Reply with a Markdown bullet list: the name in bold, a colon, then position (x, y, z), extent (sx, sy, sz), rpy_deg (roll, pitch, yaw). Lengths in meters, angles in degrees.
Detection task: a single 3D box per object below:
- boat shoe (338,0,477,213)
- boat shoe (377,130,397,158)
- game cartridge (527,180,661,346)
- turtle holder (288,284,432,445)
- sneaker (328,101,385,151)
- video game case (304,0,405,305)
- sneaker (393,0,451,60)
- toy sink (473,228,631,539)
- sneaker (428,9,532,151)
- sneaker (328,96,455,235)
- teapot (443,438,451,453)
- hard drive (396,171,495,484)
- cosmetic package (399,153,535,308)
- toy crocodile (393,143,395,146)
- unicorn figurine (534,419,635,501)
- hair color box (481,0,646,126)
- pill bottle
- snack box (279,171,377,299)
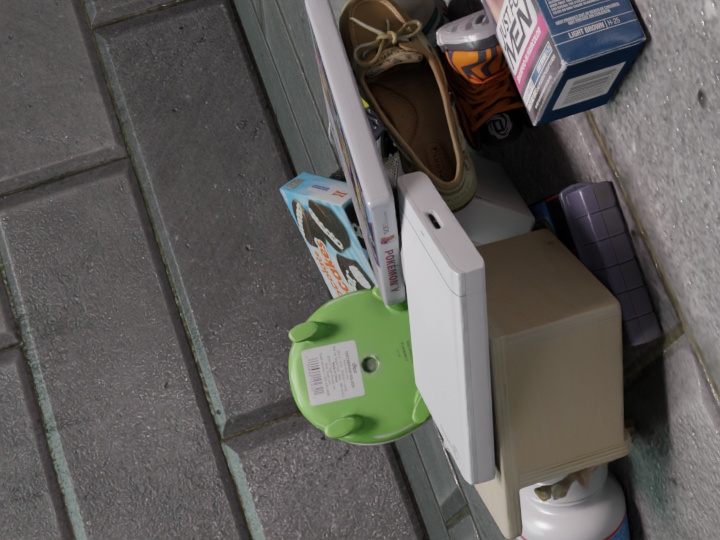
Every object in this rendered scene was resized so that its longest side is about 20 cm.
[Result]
- **boat shoe**: position (0.039, -0.143, 0.857), extent (0.201, 0.073, 0.063), rpy_deg (63, 179, 15)
- **boat shoe**: position (0.055, -0.117, 1.265), extent (0.062, 0.075, 0.201), rpy_deg (25, -124, -53)
- **game cartridge**: position (0.179, -0.001, 0.893), extent (0.200, 0.038, 0.130), rpy_deg (148, 99, -83)
- **turtle holder**: position (0.027, 0.079, 0.997), extent (0.141, 0.185, 0.132), rpy_deg (48, 178, 12)
- **sneaker**: position (0.021, -0.214, 1.135), extent (0.078, 0.066, 0.201), rpy_deg (-141, 71, -88)
- **video game case**: position (-0.002, -0.095, 0.894), extent (0.182, 0.023, 0.201), rpy_deg (78, 176, -64)
- **sneaker**: position (0.054, -0.204, 0.998), extent (0.094, 0.070, 0.200), rpy_deg (66, -160, 3)
- **toy sink**: position (0.138, 0.090, 0.864), extent (0.130, 0.112, 0.201), rpy_deg (-121, 19, -59)
- **sneaker**: position (0.111, -0.158, 0.889), extent (0.200, 0.077, 0.112), rpy_deg (-86, -25, -80)
- **sneaker**: position (0.031, -0.105, 1.117), extent (0.114, 0.200, 0.076), rpy_deg (32, -164, 7)
- **teapot**: position (0.103, 0.059, 1.174), extent (0.200, 0.145, 0.198), rpy_deg (-117, 11, -56)
- **hard drive**: position (0.064, 0.044, 0.809), extent (0.132, 0.027, 0.201), rpy_deg (-117, 15, -52)
- **cosmetic package**: position (0.090, -0.036, 0.984), extent (0.200, 0.081, 0.113), rpy_deg (-88, 16, -70)
- **toy crocodile**: position (0.038, -0.210, 1.212), extent (0.200, 0.061, 0.068), rpy_deg (-88, -10, -45)
- **unicorn figurine**: position (0.172, 0.128, 0.983), extent (0.200, 0.137, 0.074), rpy_deg (36, 158, 45)
- **hair color box**: position (0.114, -0.211, 0.726), extent (0.100, 0.060, 0.201), rpy_deg (99, 153, -74)
- **pill bottle**: position (0.204, 0.253, 1.039), extent (0.109, 0.108, 0.201), rpy_deg (-120, 14, -59)
- **snack box**: position (0.000, 0.000, 1.084), extent (0.116, 0.037, 0.200), rpy_deg (19, 141, 54)
